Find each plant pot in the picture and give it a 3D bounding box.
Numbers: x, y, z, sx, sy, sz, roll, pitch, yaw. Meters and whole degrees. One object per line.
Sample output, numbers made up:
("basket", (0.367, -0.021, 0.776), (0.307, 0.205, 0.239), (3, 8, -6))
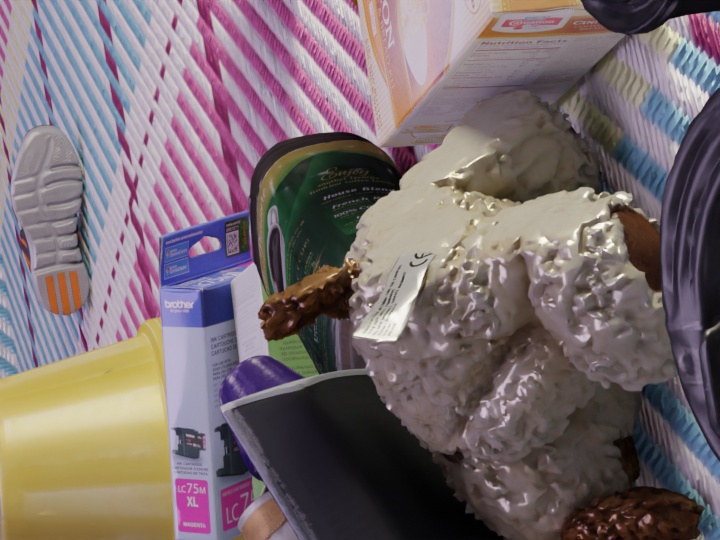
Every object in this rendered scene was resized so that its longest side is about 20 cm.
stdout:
("plant pot", (-0.179, 0.140, 1.904), (0.201, 0.187, 0.202), (174, 90, -77))

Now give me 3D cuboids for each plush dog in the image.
("plush dog", (0.062, 0.047, 1.068), (0.172, 0.160, 0.200), (62, 178, -26))

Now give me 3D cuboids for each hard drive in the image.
("hard drive", (0.026, 0.102, 1.126), (0.135, 0.042, 0.200), (57, -162, 19))

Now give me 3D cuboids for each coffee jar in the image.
("coffee jar", (0.000, 0.000, 1.368), (0.200, 0.085, 0.105), (-126, 30, -63))

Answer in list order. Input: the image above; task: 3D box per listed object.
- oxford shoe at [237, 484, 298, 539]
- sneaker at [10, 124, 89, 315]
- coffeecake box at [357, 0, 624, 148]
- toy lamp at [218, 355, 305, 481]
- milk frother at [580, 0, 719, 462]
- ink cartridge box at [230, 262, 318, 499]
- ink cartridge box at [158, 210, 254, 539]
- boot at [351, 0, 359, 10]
("oxford shoe", (-0.014, 0.091, 1.372), (0.075, 0.058, 0.200), (-48, 7, 33))
("sneaker", (-0.332, -0.058, 2.713), (0.112, 0.077, 0.202), (-143, 49, -70))
("coffeecake box", (0.053, -0.154, 1.121), (0.200, 0.073, 0.155), (135, 129, -72))
("toy lamp", (-0.001, 0.117, 1.248), (0.200, 0.058, 0.058), (47, 146, 33))
("milk frother", (0.146, -0.067, 0.539), (0.181, 0.187, 0.202), (-130, 37, -68))
("ink cartridge box", (-0.035, 0.095, 1.595), (0.104, 0.059, 0.202), (149, 116, -76))
("ink cartridge box", (-0.082, 0.068, 1.690), (0.119, 0.042, 0.202), (-18, -75, -60))
("boot", (0.005, -0.155, 1.326), (0.144, 0.071, 0.201), (53, -176, 17))
